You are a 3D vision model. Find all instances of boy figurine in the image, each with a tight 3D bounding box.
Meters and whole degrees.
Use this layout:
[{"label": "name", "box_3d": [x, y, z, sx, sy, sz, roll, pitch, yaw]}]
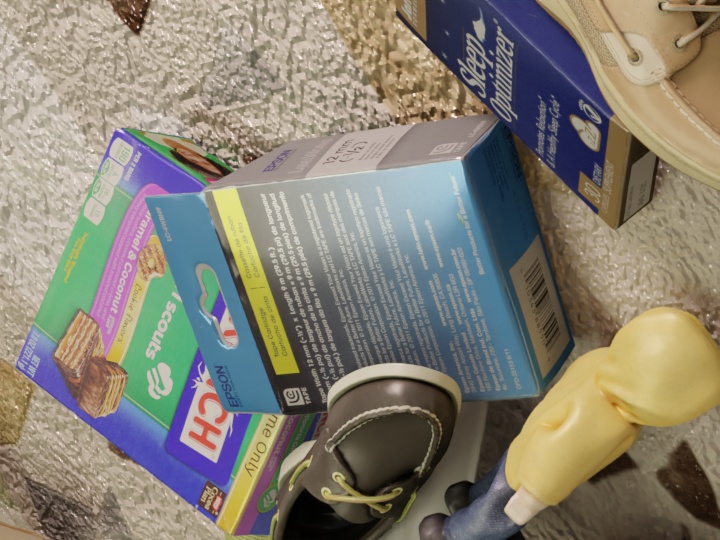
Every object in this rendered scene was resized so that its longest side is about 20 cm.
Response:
[{"label": "boy figurine", "box_3d": [0.118, 0.086, 1.434, 0.064, 0.124, 0.200, 47, 121, -1]}]

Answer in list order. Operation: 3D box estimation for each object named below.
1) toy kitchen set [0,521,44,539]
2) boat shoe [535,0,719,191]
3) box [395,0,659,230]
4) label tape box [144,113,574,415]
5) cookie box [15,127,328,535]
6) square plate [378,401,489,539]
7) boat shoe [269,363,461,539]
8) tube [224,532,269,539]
[{"label": "toy kitchen set", "box_3d": [-0.285, 0.154, 2.096, 0.200, 0.180, 0.163, 21, 160, -20]}, {"label": "boat shoe", "box_3d": [0.138, -0.115, 1.250, 0.200, 0.071, 0.065, 48, 149, 17]}, {"label": "box", "box_3d": [0.069, -0.117, 1.351, 0.200, 0.032, 0.121, 47, 167, 18]}, {"label": "label tape box", "box_3d": [0.000, 0.000, 1.485, 0.200, 0.066, 0.143, -5, 115, 31]}, {"label": "cookie box", "box_3d": [-0.090, 0.036, 1.634, 0.200, 0.075, 0.171, 34, 108, 31]}, {"label": "square plate", "box_3d": [0.003, 0.149, 1.592, 0.028, 0.200, 0.198, 19, 163, -24]}, {"label": "boat shoe", "box_3d": [0.002, 0.111, 1.490, 0.072, 0.061, 0.201, 18, 151, -10]}, {"label": "tube", "box_3d": [-0.065, 0.160, 1.821, 0.058, 0.052, 0.200, 0, 124, 6]}]
